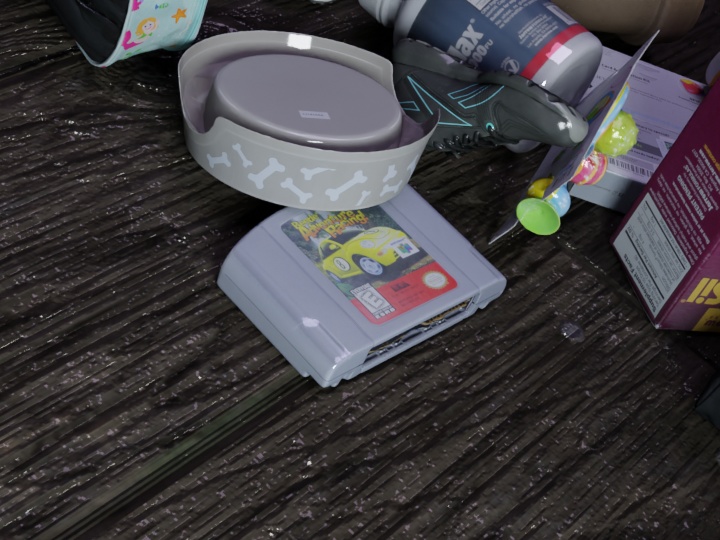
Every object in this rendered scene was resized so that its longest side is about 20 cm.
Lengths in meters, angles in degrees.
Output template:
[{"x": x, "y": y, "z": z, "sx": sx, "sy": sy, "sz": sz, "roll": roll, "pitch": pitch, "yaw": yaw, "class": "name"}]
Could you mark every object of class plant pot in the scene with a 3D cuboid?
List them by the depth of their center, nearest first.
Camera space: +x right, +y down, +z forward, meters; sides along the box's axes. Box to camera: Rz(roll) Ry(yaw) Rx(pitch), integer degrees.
[{"x": 0.216, "y": -0.312, "z": 1.392, "sx": 0.173, "sy": 0.201, "sz": 0.201, "roll": -9, "pitch": 49, "yaw": -14, "class": "plant pot"}]

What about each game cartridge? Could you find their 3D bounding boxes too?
[{"x": 0.000, "y": 0.000, "z": 1.033, "sx": 0.133, "sy": 0.041, "sz": 0.199, "roll": 41, "pitch": 41, "yaw": 23, "class": "game cartridge"}]

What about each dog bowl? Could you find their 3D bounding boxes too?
[{"x": -0.042, "y": -0.112, "z": 1.081, "sx": 0.198, "sy": 0.059, "sz": 0.201, "roll": 9, "pitch": 31, "yaw": -6, "class": "dog bowl"}]

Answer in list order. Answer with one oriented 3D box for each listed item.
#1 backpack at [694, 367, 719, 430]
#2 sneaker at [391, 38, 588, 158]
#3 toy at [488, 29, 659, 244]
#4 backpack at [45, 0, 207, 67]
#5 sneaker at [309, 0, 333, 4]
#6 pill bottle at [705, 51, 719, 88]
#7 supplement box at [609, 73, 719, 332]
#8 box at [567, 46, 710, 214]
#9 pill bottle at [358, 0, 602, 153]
[{"x": 0.369, "y": 0.113, "z": 1.049, "sx": 0.200, "sy": 0.154, "sz": 0.163, "roll": 51, "pitch": 37, "yaw": 8, "class": "backpack"}, {"x": 0.093, "y": -0.121, "z": 1.137, "sx": 0.199, "sy": 0.080, "sz": 0.075, "roll": 26, "pitch": 2, "yaw": 43, "class": "sneaker"}, {"x": 0.185, "y": -0.096, "z": 1.155, "sx": 0.047, "sy": 0.115, "sz": 0.200, "roll": 43, "pitch": 51, "yaw": -4, "class": "toy"}, {"x": -0.183, "y": -0.262, "z": 1.106, "sx": 0.150, "sy": 0.178, "sz": 0.201, "roll": -12, "pitch": 57, "yaw": -31, "class": "backpack"}, {"x": -0.012, "y": -0.299, "z": 1.317, "sx": 0.199, "sy": 0.080, "sz": 0.074, "roll": -23, "pitch": 62, "yaw": -41, "class": "sneaker"}, {"x": 0.415, "y": -0.131, "z": 1.321, "sx": 0.116, "sy": 0.116, "sz": 0.201, "roll": -17, "pitch": 71, "yaw": -40, "class": "pill bottle"}, {"x": 0.308, "y": -0.053, "z": 1.129, "sx": 0.130, "sy": 0.201, "sz": 0.104, "roll": 3, "pitch": 45, "yaw": -26, "class": "supplement box"}, {"x": 0.257, "y": -0.120, "z": 1.302, "sx": 0.155, "sy": 0.041, "sz": 0.201, "roll": 18, "pitch": 41, "yaw": -12, "class": "box"}, {"x": 0.098, "y": -0.206, "z": 1.244, "sx": 0.200, "sy": 0.120, "sz": 0.119, "roll": 41, "pitch": 41, "yaw": 17, "class": "pill bottle"}]
